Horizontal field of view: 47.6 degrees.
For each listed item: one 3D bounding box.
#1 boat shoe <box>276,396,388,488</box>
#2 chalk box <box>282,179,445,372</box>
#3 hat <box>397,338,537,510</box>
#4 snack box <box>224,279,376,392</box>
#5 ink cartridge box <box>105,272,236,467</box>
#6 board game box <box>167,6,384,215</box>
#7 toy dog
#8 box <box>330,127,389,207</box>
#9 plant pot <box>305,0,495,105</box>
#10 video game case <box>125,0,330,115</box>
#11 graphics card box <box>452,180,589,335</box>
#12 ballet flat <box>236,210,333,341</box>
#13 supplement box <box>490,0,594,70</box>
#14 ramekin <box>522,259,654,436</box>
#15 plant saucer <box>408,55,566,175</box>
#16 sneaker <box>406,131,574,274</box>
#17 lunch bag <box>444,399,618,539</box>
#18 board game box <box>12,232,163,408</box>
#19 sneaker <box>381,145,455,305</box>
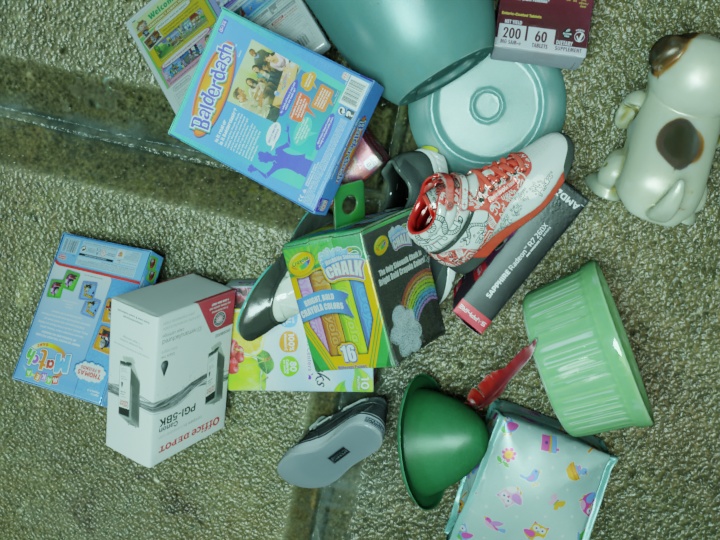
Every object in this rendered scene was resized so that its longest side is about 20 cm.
[{"bbox_3d":[-0.037,0.227,1.094,0.073,0.068,0.199,37,128,-12],"label":"boat shoe"},{"bbox_3d":[0.000,0.000,0.947,0.123,0.124,0.203,-9,99,37],"label":"chalk box"},{"bbox_3d":[0.151,0.201,0.982,0.174,0.200,0.168,-7,63,25],"label":"hat"},{"bbox_3d":[-0.079,0.084,1.080,0.196,0.053,0.145,0,101,7],"label":"snack box"},{"bbox_3d":[-0.238,0.122,1.030,0.082,0.146,0.203,17,111,28],"label":"ink cartridge box"},{"bbox_3d":[-0.094,-0.174,0.890,0.198,0.045,0.154,29,99,14],"label":"board game box"},{"bbox_3d":[0.346,-0.163,0.912,0.138,0.194,0.203,21,110,15],"label":"toy dog"},{"bbox_3d":[-0.061,-0.184,1.001,0.095,0.100,0.201,-37,94,14],"label":"box"},{"bbox_3d":[0.058,-0.285,0.907,0.199,0.201,0.163,-29,91,12],"label":"plant pot"},{"bbox_3d":[-0.157,-0.274,0.947,0.199,0.022,0.184,-34,80,15],"label":"video game case"},{"bbox_3d":[0.188,-0.026,0.987,0.051,0.126,0.201,38,104,-1],"label":"graphics card box"},{"bbox_3d":[-0.078,0.005,1.009,0.068,0.068,0.202,16,64,31],"label":"ballet flat"},{"bbox_3d":[0.217,-0.343,0.937,0.107,0.061,0.204,8,90,5],"label":"supplement box"},{"bbox_3d":[0.267,0.098,0.969,0.097,0.200,0.202,-20,98,18],"label":"ramekin"},{"bbox_3d":[0.155,-0.203,1.003,0.196,0.036,0.204,1,101,8],"label":"plant saucer"},{"bbox_3d":[0.139,-0.090,0.905,0.107,0.068,0.202,29,113,-35],"label":"sneaker"},{"bbox_3d":[0.214,0.291,1.049,0.168,0.122,0.203,19,97,2],"label":"lunch bag"},{"bbox_3d":[-0.354,0.062,1.059,0.149,0.037,0.203,11,76,23],"label":"board game box"},{"bbox_3d":[0.063,-0.051,1.011,0.084,0.074,0.204,-8,94,-36],"label":"sneaker"}]
